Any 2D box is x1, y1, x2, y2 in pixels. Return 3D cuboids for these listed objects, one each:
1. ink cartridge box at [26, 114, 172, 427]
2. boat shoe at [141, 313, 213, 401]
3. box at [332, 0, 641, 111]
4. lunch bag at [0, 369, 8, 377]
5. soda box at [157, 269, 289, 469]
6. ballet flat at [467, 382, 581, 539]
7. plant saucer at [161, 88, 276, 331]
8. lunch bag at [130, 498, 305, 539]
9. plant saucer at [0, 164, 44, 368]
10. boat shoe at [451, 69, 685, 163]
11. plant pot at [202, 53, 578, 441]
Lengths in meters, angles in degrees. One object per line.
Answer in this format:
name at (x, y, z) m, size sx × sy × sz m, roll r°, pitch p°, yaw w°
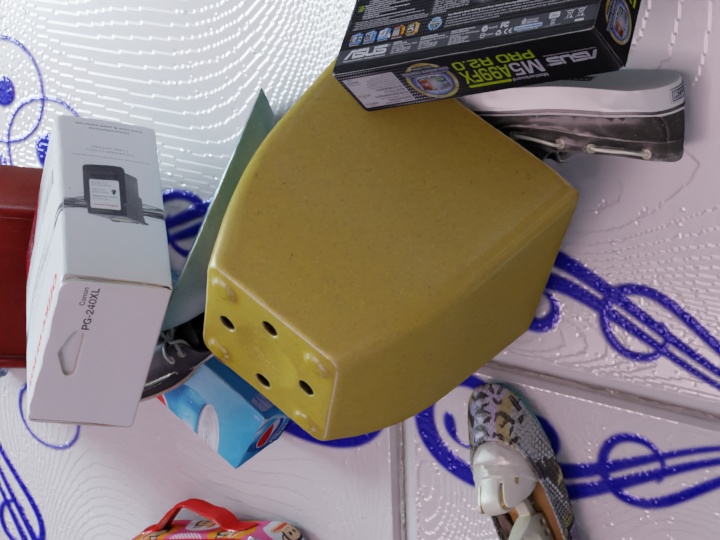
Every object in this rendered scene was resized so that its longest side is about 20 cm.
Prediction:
ink cartridge box at (-0.202, 0.001, 1.400) m, size 0.083 × 0.200 × 0.145 m, roll 7°, pitch 128°, yaw -17°
boat shoe at (-0.137, 0.042, 1.463) m, size 0.200 × 0.063 × 0.073 m, roll -30°, pitch 80°, yaw 8°
box at (0.091, -0.191, 1.197) m, size 0.200 × 0.160 × 0.044 m, roll -6°, pitch 144°, yaw 36°
lunch bag at (-0.420, 0.057, 1.631) m, size 0.170 × 0.200 × 0.127 m, roll 51°, pitch 144°, yaw 7°
soda box at (-0.145, 0.068, 1.540) m, size 0.200 × 0.064 × 0.068 m, roll 41°, pitch 128°, yaw 14°
ballet flat at (0.124, 0.184, 1.399) m, size 0.072 × 0.072 × 0.200 m, roll -16°, pitch 100°, yaw 39°
plant saucer at (-0.098, -0.038, 1.390) m, size 0.039 × 0.201 × 0.201 m, roll 24°, pitch 127°, yaw -6°
lunch bag at (-0.124, 0.285, 1.619) m, size 0.200 × 0.082 × 0.176 m, roll -8°, pitch 102°, yaw 36°
plant saucer at (-0.306, 0.007, 1.523) m, size 0.037 × 0.200 × 0.200 m, roll 51°, pitch 125°, yaw 42°
boat shoe at (0.125, -0.103, 1.266) m, size 0.200 × 0.071 × 0.064 m, roll 6°, pitch 113°, yaw 31°
plant pot at (0.000, 0.000, 1.278) m, size 0.195 × 0.200 × 0.194 m, roll 38°, pitch 152°, yaw 15°
